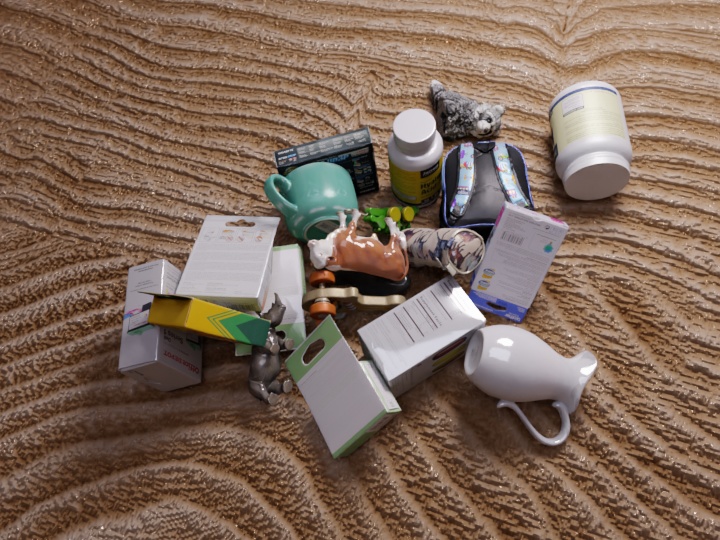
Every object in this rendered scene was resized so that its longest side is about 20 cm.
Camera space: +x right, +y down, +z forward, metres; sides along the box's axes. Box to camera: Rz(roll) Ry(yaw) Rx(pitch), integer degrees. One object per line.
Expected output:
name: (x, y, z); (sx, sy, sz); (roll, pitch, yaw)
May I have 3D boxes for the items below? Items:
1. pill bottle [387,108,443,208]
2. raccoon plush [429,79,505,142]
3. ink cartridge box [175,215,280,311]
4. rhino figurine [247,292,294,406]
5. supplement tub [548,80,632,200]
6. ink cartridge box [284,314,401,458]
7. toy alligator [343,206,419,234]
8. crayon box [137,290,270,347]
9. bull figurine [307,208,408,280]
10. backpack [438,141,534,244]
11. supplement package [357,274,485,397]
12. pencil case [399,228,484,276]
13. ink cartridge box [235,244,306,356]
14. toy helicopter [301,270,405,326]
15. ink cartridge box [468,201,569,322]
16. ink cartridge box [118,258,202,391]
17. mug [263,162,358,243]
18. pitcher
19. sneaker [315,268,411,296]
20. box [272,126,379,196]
pill bottle: (0.110, -0.223, 1.168); (0.110, 0.201, 0.112); (-3, 62, 6)
raccoon plush: (0.238, -0.371, 1.294); (0.132, 0.097, 0.202); (-6, 62, -5)
ink cartridge box: (-0.245, -0.017, 1.112); (0.160, 0.050, 0.201); (2, 49, 9)
rhino figurine: (-0.166, 0.140, 1.060); (0.087, 0.059, 0.203); (-7, 77, 47)
supplement tub: (0.461, -0.260, 1.173); (0.143, 0.145, 0.202); (-1, 63, 7)
ink cartridge box: (-0.037, 0.200, 1.015); (0.146, 0.048, 0.201); (-46, 60, 25)
toy alligator: (0.045, -0.098, 1.162); (0.059, 0.199, 0.055); (2, 97, 48)
crayon box: (-0.270, 0.084, 0.996); (0.126, 0.199, 0.051); (1, 74, 43)
bull figurine: (-0.002, -0.044, 1.066); (0.198, 0.065, 0.123); (15, 75, -18)
backpack: (0.242, -0.149, 1.150); (0.180, 0.135, 0.202); (-3, 62, 6)
supplement package: (0.109, 0.119, 1.041); (0.199, 0.114, 0.110); (-30, 63, -9)
pencil case: (0.136, -0.038, 1.085); (0.089, 0.078, 0.199); (-34, 18, -22)
ink cartridge box: (-0.178, 0.058, 1.142); (0.144, 0.048, 0.203); (-7, 83, 4)
toy helicopter: (-0.013, 0.065, 1.092); (0.197, 0.133, 0.080); (2, 65, -12)
ink cartridge box: (0.279, -0.013, 1.063); (0.118, 0.202, 0.042); (18, 22, -2)
ink cartridge box: (-0.364, 0.105, 1.086); (0.083, 0.145, 0.202); (-13, 61, 13)
mug: (-0.095, -0.121, 1.165); (0.183, 0.153, 0.115); (-9, 61, -11)
pitcher: (0.275, 0.190, 0.978); (0.198, 0.121, 0.173); (18, 80, -7)
sneaker: (0.000, 0.000, 1.131); (0.198, 0.091, 0.077); (12, 63, 12)
box: (-0.065, -0.203, 1.204); (0.198, 0.159, 0.046); (-15, 60, 0)
